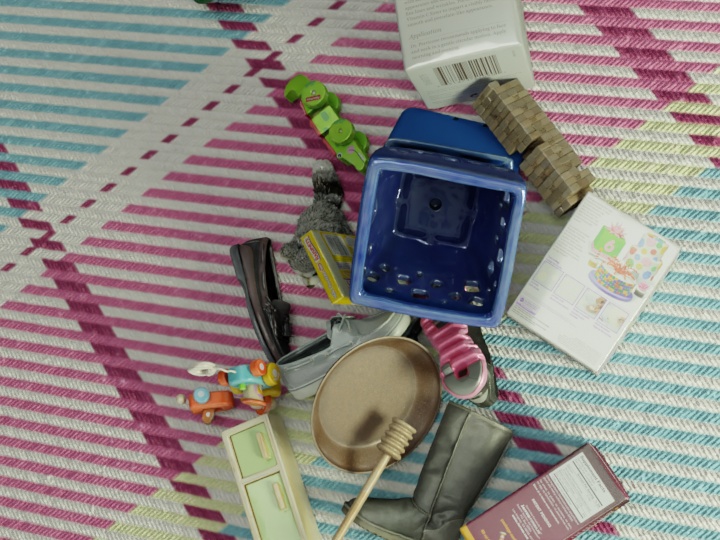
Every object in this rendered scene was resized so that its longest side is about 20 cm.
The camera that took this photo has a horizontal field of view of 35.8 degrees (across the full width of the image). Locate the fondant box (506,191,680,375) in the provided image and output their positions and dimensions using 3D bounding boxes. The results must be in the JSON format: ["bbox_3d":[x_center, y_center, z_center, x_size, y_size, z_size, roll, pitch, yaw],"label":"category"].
[{"bbox_3d":[0.311,0.018,1.486,0.144,0.058,0.200,34,90,20],"label":"fondant box"}]

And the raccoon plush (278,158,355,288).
[{"bbox_3d":[-0.074,-0.071,1.574,0.096,0.134,0.201,-20,74,12],"label":"raccoon plush"}]

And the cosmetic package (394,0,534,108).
[{"bbox_3d":[0.142,-0.358,1.555,0.164,0.165,0.201,-9,77,13],"label":"cosmetic package"}]

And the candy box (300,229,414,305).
[{"bbox_3d":[0.000,0.000,1.506,0.026,0.200,0.103,-33,71,24],"label":"candy box"}]

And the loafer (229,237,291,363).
[{"bbox_3d":[-0.131,0.042,1.604,0.063,0.072,0.201,-24,70,6],"label":"loafer"}]

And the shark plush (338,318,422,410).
[{"bbox_3d":[0.017,0.130,1.546,0.200,0.091,0.083,-56,40,5],"label":"shark plush"}]

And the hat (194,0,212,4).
[{"bbox_3d":[-0.147,-0.472,1.741,0.200,0.175,0.167,0,78,54],"label":"hat"}]

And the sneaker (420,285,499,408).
[{"bbox_3d":[0.142,0.102,1.511,0.079,0.095,0.201,-29,47,23],"label":"sneaker"}]

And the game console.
[{"bbox_3d":[0.125,-0.121,1.589,0.199,0.118,0.172,16,115,19],"label":"game console"}]

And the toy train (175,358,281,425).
[{"bbox_3d":[-0.180,0.176,1.539,0.149,0.200,0.056,-4,70,-9],"label":"toy train"}]

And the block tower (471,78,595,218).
[{"bbox_3d":[0.240,-0.173,1.527,0.058,0.054,0.200,-28,76,-36],"label":"block tower"}]

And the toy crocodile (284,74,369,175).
[{"bbox_3d":[-0.044,-0.213,1.632,0.062,0.067,0.200,-39,69,11],"label":"toy crocodile"}]

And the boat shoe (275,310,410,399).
[{"bbox_3d":[-0.027,0.100,1.539,0.200,0.070,0.072,-33,110,5],"label":"boat shoe"}]

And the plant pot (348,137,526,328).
[{"bbox_3d":[0.099,-0.062,1.434,0.199,0.180,0.201,10,113,2],"label":"plant pot"}]

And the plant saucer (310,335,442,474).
[{"bbox_3d":[0.016,0.175,1.491,0.201,0.200,0.037,-53,35,0],"label":"plant saucer"}]

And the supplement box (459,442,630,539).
[{"bbox_3d":[0.238,0.310,1.418,0.200,0.110,0.086,-35,71,6],"label":"supplement box"}]

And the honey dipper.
[{"bbox_3d":[0.007,0.287,1.464,0.038,0.038,0.200,29,78,19],"label":"honey dipper"}]

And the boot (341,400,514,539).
[{"bbox_3d":[0.089,0.270,1.491,0.181,0.073,0.201,20,91,6],"label":"boot"}]

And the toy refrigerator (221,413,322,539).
[{"bbox_3d":[-0.123,0.307,1.545,0.076,0.070,0.201,-23,73,11],"label":"toy refrigerator"}]
